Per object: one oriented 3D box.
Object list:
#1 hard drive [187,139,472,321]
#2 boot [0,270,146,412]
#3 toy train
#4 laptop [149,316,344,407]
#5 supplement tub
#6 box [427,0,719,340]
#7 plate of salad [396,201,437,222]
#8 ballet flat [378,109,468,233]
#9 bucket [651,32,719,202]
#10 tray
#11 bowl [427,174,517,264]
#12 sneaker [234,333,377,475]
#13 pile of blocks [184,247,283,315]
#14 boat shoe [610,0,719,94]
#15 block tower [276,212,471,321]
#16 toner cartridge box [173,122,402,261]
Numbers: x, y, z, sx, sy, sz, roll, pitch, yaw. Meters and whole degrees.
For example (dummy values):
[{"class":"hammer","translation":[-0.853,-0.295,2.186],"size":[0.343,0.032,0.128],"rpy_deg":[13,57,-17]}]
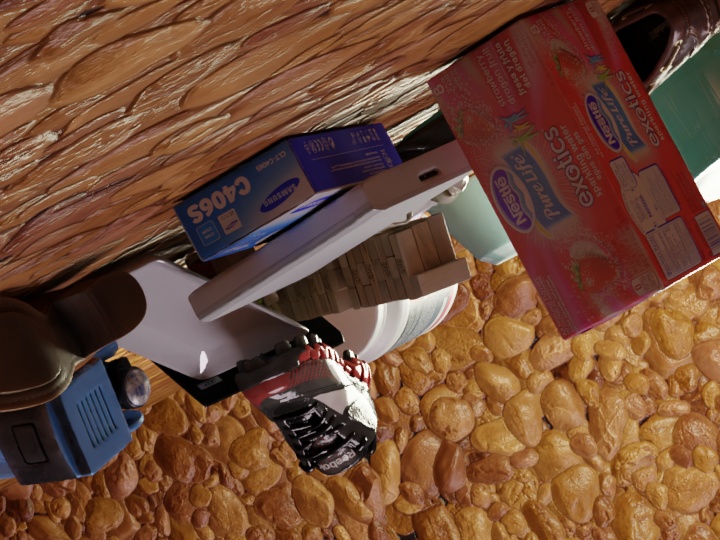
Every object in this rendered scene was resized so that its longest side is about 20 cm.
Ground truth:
[{"class":"hard drive","translation":[-0.016,-0.029,1.614],"size":[0.132,0.026,0.200],"rpy_deg":[-26,175,-46]},{"class":"boot","translation":[-0.250,0.068,1.545],"size":[0.154,0.074,0.200],"rpy_deg":[-25,177,39]},{"class":"toy train","translation":[-0.249,0.107,1.696],"size":[0.199,0.087,0.114],"rpy_deg":[-9,-162,32]},{"class":"laptop","translation":[-0.149,0.065,1.925],"size":[0.200,0.104,0.177],"rpy_deg":[-24,179,44]},{"class":"supplement tub","translation":[0.002,0.016,2.313],"size":[0.140,0.141,0.200],"rpy_deg":[-29,177,26]},{"class":"box","translation":[0.146,-0.069,1.550],"size":[0.094,0.201,0.102],"rpy_deg":[-30,177,38]},{"class":"plate of salad","translation":[0.014,-0.063,1.964],"size":[0.199,0.048,0.200],"rpy_deg":[-32,168,-7]},{"class":"ballet flat","translation":[0.034,-0.072,1.760],"size":[0.199,0.069,0.068],"rpy_deg":[-28,175,-11]},{"class":"bucket","translation":[0.326,-0.157,2.017],"size":[0.206,0.135,0.207],"rpy_deg":[-24,165,-7]},{"class":"tray","translation":[-0.134,0.031,1.719],"size":[0.107,0.022,0.200],"rpy_deg":[-25,151,24]},{"class":"bowl","translation":[0.188,-0.079,2.790],"size":[0.200,0.105,0.201],"rpy_deg":[-28,176,-2]},{"class":"sneaker","translation":[-0.035,0.108,1.807],"size":[0.071,0.098,0.200],"rpy_deg":[-21,164,15]},{"class":"pile of blocks","translation":[-0.108,0.015,1.826],"size":[0.062,0.082,0.200],"rpy_deg":[-28,178,-6]},{"class":"boat shoe","translation":[0.203,-0.163,1.794],"size":[0.070,0.071,0.200],"rpy_deg":[-35,173,-36]},{"class":"block tower","translation":[0.000,0.000,1.826],"size":[0.054,0.058,0.200],"rpy_deg":[-22,-173,-37]},{"class":"toner cartridge box","translation":[-0.044,-0.056,1.575],"size":[0.095,0.043,0.200],"rpy_deg":[-30,176,20]}]
